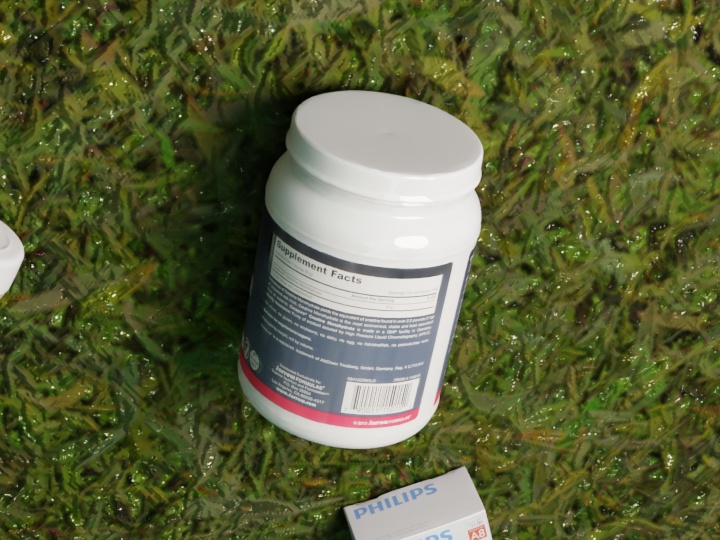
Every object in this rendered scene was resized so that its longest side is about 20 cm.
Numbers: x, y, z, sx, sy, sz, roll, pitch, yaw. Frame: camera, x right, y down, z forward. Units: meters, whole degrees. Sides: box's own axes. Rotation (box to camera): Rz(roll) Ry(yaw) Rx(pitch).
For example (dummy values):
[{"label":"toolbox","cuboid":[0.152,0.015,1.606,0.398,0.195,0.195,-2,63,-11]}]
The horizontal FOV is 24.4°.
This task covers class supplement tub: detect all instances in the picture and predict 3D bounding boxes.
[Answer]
[{"label":"supplement tub","cuboid":[0.000,0.000,1.083,0.139,0.141,0.201,2,120,-18]}]

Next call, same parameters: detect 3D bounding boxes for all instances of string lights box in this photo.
[{"label":"string lights box","cuboid":[0.060,0.259,1.308,0.102,0.059,0.201,-18,124,-4]}]

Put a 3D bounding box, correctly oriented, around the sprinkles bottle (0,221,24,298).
[{"label":"sprinkles bottle","cuboid":[-0.286,0.055,1.070,0.068,0.068,0.201,21,112,-27]}]
